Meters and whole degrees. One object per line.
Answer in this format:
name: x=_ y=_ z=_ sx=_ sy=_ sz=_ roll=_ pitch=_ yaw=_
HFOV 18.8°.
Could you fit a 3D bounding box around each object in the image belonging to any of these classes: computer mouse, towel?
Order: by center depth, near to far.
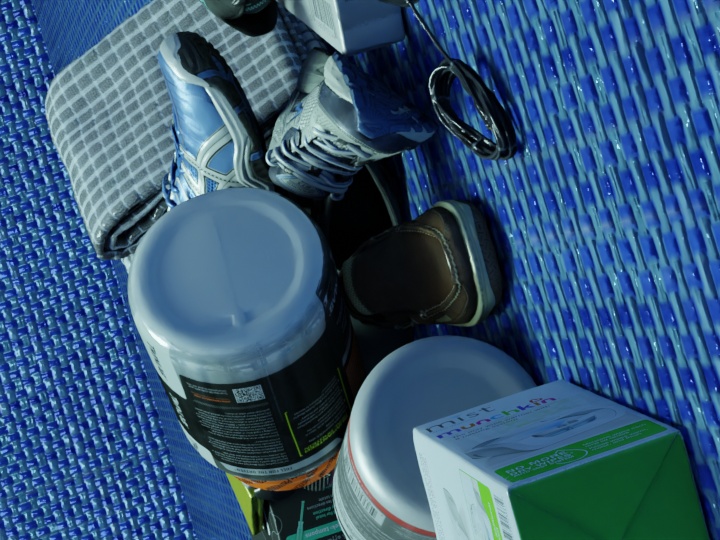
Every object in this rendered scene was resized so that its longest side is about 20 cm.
computer mouse: x=0.039 y=-0.144 z=1.165 sx=0.200 sy=0.034 sz=0.059 roll=64 pitch=150 yaw=17
towel: x=-0.116 y=-0.112 z=1.494 sx=0.086 sy=0.200 sz=0.166 roll=42 pitch=-164 yaw=-46
towel: x=-0.112 y=0.094 z=1.616 sx=0.086 sy=0.018 sz=0.200 roll=91 pitch=156 yaw=-65

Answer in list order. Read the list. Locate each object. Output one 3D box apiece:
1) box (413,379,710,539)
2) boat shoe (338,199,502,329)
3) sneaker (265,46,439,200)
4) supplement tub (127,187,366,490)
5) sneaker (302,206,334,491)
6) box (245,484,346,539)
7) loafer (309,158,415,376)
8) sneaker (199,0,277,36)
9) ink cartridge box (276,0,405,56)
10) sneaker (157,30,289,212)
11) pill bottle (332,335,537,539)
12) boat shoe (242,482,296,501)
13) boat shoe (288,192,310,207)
box: x=0.111 y=0.173 z=1.099 sx=0.176 sy=0.097 sz=0.200 roll=-160 pitch=54 yaw=-77
boat shoe: x=0.028 y=0.007 z=1.301 sx=0.202 sy=0.075 sz=0.075 roll=144 pitch=109 yaw=-78
sneaker: x=-0.012 y=-0.077 z=1.299 sx=0.077 sy=0.085 sz=0.200 roll=33 pitch=-179 yaw=-9
supplement tub: x=-0.063 y=0.049 z=1.324 sx=0.200 sy=0.122 sz=0.123 roll=76 pitch=171 yaw=-57
sneaker: x=-0.016 y=0.051 z=1.539 sx=0.070 sy=0.093 sz=0.200 roll=4 pitch=101 yaw=47
box: x=-0.021 y=0.175 z=1.656 sx=0.149 sy=0.124 sz=0.200 roll=-155 pitch=49 yaw=-74
loafer: x=0.000 y=0.000 z=1.438 sx=0.070 sy=0.068 sz=0.201 roll=-110 pitch=11 yaw=-65
sneaker: x=-0.076 y=-0.204 z=1.321 sx=0.079 sy=0.075 sz=0.200 roll=55 pitch=172 yaw=10
ink cartridge box: x=-0.038 y=-0.239 z=1.331 sx=0.200 sy=0.045 sz=0.176 roll=-133 pitch=27 yaw=-64
sneaker: x=-0.093 y=-0.060 z=1.384 sx=0.076 sy=0.077 sz=0.200 roll=-105 pitch=-4 yaw=-55
pill bottle: x=0.043 y=0.122 z=1.300 sx=0.200 sy=0.116 sz=0.116 roll=104 pitch=147 yaw=-70
boat shoe: x=-0.070 y=0.049 z=1.485 sx=0.093 sy=0.075 sz=0.200 roll=-38 pitch=75 yaw=34
boat shoe: x=-0.036 y=-0.025 z=1.563 sx=0.060 sy=0.074 sz=0.200 roll=-131 pitch=23 yaw=-63
